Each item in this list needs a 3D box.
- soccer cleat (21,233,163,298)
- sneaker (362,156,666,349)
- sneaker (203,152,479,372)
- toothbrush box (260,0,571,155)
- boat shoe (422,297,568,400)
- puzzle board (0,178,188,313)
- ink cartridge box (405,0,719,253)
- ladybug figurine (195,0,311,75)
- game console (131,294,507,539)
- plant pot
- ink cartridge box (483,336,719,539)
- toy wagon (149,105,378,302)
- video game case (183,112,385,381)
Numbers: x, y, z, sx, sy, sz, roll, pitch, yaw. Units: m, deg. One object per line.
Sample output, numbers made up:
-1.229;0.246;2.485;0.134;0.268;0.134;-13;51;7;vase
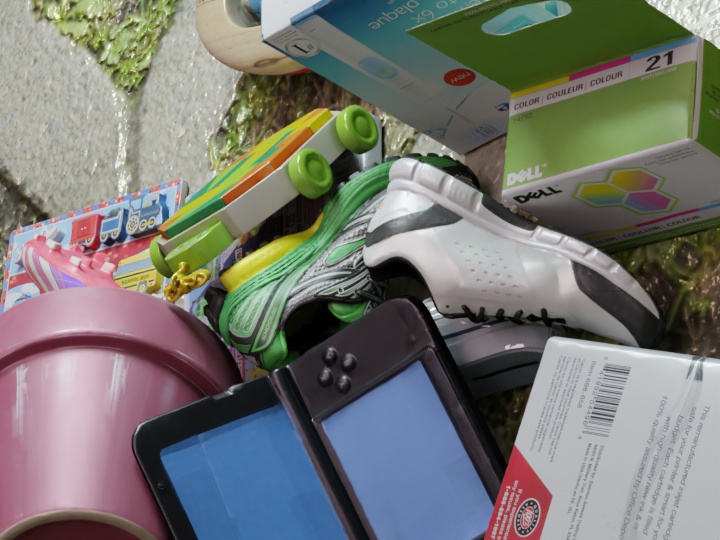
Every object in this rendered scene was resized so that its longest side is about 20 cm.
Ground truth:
-0.198;0.033;1.913;0.200;0.067;0.077;30;101;47;soccer cleat
0.091;0.008;1.589;0.199;0.074;0.080;26;76;19;sneaker
0.000;0.000;1.713;0.200;0.078;0.085;-37;56;-8;sneaker
0.053;-0.170;1.677;0.146;0.200;0.086;-25;55;34;toothbrush box
0.047;0.052;1.675;0.199;0.074;0.067;-14;56;27;boat shoe
-0.213;0.019;1.990;0.199;0.017;0.151;-15;60;41;puzzle board
0.139;-0.091;1.546;0.147;0.200;0.076;-15;60;41;ink cartridge box
-0.038;-0.200;1.880;0.199;0.072;0.136;-5;68;44;ladybug figurine
-0.011;0.141;1.591;0.176;0.116;0.201;-33;77;28;game console
-0.175;0.141;1.682;0.200;0.200;0.179;-38;29;26;plant pot
0.181;0.127;1.480;0.199;0.084;0.145;7;75;48;ink cartridge box
-0.078;-0.045;1.749;0.155;0.040;0.200;-29;10;38;toy wagon
-0.055;0.008;1.831;0.182;0.023;0.201;-23;56;36;video game case
